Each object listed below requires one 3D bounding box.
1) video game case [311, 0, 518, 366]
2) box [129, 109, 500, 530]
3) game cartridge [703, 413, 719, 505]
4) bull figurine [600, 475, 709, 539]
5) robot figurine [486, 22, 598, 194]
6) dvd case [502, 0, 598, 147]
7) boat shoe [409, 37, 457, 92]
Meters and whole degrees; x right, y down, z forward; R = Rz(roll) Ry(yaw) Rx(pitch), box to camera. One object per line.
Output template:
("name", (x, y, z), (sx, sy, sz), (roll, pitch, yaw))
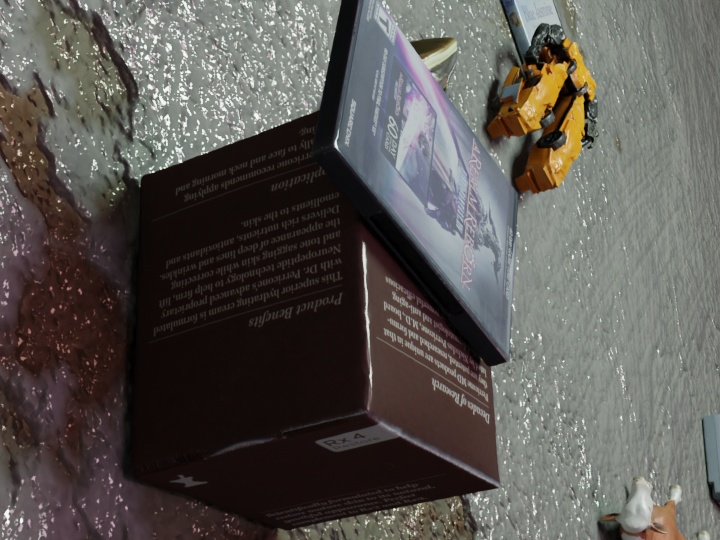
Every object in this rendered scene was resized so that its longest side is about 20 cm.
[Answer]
("video game case", (0.040, -0.056, 0.824), (0.200, 0.019, 0.143), (48, 36, -36))
("box", (-0.027, 0.035, 0.848), (0.164, 0.165, 0.201), (34, 47, -51))
("game cartridge", (0.513, 0.278, 1.849), (0.200, 0.040, 0.134), (44, 36, -43))
("bull figurine", (0.318, 0.288, 1.449), (0.200, 0.065, 0.121), (64, 32, -20))
("robot figurine", (0.201, -0.178, 1.482), (0.145, 0.058, 0.200), (59, 36, -23))
("dvd case", (0.225, -0.238, 1.618), (0.143, 0.017, 0.201), (-32, 103, -61))
("boat shoe", (0.036, -0.150, 1.179), (0.200, 0.073, 0.065), (-46, 127, -55))
